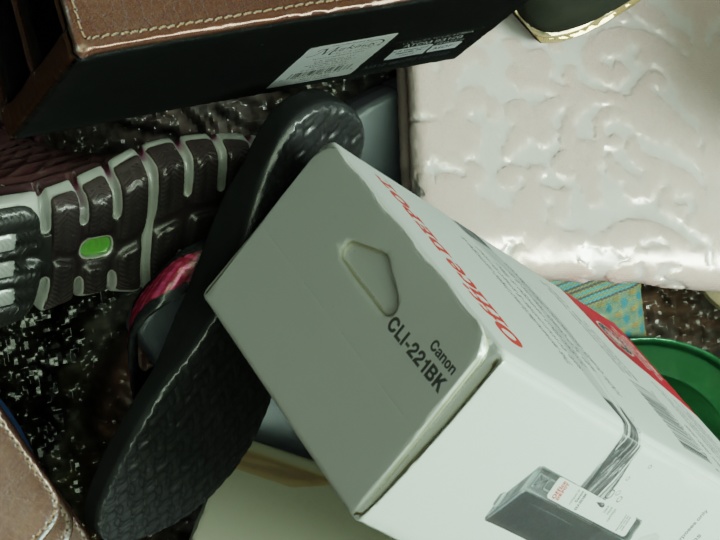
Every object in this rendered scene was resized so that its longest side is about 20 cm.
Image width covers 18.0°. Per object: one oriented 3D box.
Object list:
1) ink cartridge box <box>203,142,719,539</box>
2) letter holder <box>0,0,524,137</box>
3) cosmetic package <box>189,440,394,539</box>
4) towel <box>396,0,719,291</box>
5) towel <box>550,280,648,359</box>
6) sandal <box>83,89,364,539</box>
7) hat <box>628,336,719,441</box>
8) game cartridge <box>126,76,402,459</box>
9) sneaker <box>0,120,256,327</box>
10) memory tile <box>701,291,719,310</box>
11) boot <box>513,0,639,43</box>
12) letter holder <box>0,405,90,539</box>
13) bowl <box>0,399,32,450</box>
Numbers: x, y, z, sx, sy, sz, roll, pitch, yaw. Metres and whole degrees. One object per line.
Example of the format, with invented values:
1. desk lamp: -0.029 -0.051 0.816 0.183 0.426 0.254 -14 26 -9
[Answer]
1. ink cartridge box: 0.053 0.054 0.885 0.084 0.144 0.200 -49 134 10
2. letter holder: -0.048 -0.149 0.882 0.199 0.101 0.143 -13 82 -25
3. cosmetic package: 0.020 0.155 0.980 0.199 0.071 0.106 19 135 1
4. towel: 0.108 -0.085 1.007 0.199 0.032 0.192 2 73 -18
5. towel: 0.070 0.072 1.038 0.146 0.022 0.201 -18 115 -19
6. sandal: -0.060 0.017 0.921 0.075 0.045 0.201 17 99 -57
7. hat: 0.153 0.128 0.981 0.165 0.176 0.201 -6 111 -23
8. game cartridge: 0.000 0.000 1.023 0.200 0.042 0.134 -38 103 -8
9. sneaker: -0.116 -0.040 0.950 0.199 0.116 0.076 -7 124 -32
10. memory tile: 0.226 -0.026 1.040 0.200 0.017 0.153 39 81 12
11. boot: 0.146 -0.166 0.917 0.200 0.138 0.077 -46 107 3
12. letter holder: -0.210 0.136 0.907 0.199 0.101 0.143 -35 109 -9
13. bowl: -0.230 0.120 0.970 0.199 0.039 0.202 -3 100 -17
